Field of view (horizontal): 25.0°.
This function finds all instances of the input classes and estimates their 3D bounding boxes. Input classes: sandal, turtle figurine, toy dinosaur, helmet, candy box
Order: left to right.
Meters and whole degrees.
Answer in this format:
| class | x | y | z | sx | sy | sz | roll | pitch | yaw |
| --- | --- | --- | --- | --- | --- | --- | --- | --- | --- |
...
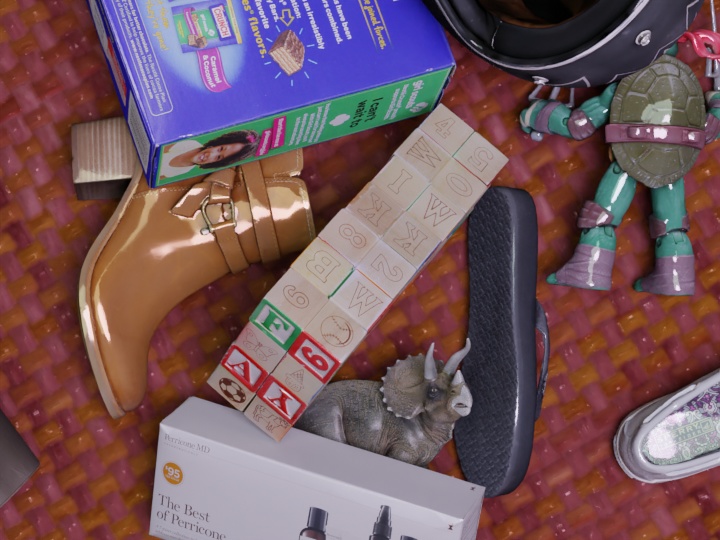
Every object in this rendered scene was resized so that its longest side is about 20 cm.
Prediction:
| class | x | y | z | sx | sy | sz | roll | pitch | yaw |
| --- | --- | --- | --- | --- | --- | --- | --- | --- | --- |
| candy box | -0.063 | -0.164 | 1.025 | 0.199 | 0.077 | 0.170 | -17 | 76 | -14 |
| toy dinosaur | 0.002 | 0.108 | 1.041 | 0.199 | 0.077 | 0.103 | -14 | 87 | 29 |
| sandal | 0.100 | 0.047 | 1.045 | 0.043 | 0.076 | 0.201 | 6 | 86 | -27 |
| helmet | 0.118 | -0.206 | 0.968 | 0.191 | 0.200 | 0.200 | 40 | 86 | -16 |
| turtle figurine | 0.178 | -0.086 | 1.045 | 0.149 | 0.101 | 0.201 | 5 | 91 | -1 |

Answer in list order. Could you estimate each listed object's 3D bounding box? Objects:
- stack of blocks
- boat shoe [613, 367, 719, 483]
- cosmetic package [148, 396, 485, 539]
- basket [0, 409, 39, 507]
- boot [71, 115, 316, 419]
| class | x | y | z | sx | sy | sz | roll | pitch | yaw |
| --- | --- | --- | --- | --- | --- | --- | --- | --- | --- |
| stack of blocks | 0.000 | 0.000 | 1.002 | 0.059 | 0.115 | 0.200 | 39 | 54 | 2 |
| boat shoe | 0.258 | 0.080 | 1.043 | 0.199 | 0.069 | 0.072 | -18 | 86 | -2 |
| cosmetic package | -0.030 | 0.148 | 0.997 | 0.199 | 0.051 | 0.083 | 15 | 111 | 17 |
| basket | -0.304 | 0.083 | 0.998 | 0.136 | 0.180 | 0.200 | -38 | 98 | 25 |
| boot | -0.104 | -0.008 | 1.044 | 0.154 | 0.074 | 0.201 | -3 | 88 | -5 |
